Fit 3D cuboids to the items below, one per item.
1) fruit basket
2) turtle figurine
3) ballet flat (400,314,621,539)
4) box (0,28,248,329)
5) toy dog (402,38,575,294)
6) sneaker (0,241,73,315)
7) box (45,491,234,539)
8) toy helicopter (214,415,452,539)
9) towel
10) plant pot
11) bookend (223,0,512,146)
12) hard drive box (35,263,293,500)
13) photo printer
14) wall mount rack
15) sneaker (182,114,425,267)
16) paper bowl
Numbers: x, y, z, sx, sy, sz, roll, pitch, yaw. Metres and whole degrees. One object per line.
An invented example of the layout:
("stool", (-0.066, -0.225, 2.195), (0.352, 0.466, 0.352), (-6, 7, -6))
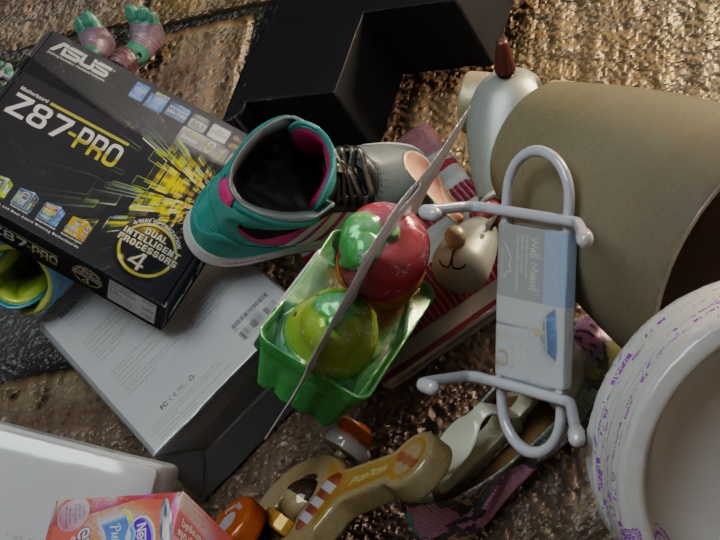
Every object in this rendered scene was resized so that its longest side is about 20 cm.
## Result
("fruit basket", (0.000, 0.000, 1.258), (0.094, 0.200, 0.185), (27, 44, 8))
("turtle figurine", (-0.258, -0.154, 1.648), (0.149, 0.101, 0.200), (11, 48, 21))
("ballet flat", (0.101, 0.100, 1.251), (0.200, 0.071, 0.069), (-47, 53, -7))
("box", (-0.193, -0.070, 1.403), (0.200, 0.049, 0.161), (29, 61, 5))
("toy dog", (0.098, -0.089, 1.360), (0.131, 0.096, 0.200), (-12, 48, 12))
("sneaker", (-0.262, -0.014, 1.498), (0.131, 0.080, 0.200), (-46, 6, -25))
("box", (-0.115, 0.232, 1.198), (0.102, 0.200, 0.095), (-7, 52, 26))
("toy helicopter", (-0.006, 0.145, 1.251), (0.200, 0.079, 0.132), (-27, 26, 45))
("towel", (0.037, -0.013, 1.412), (0.144, 0.023, 0.200), (-35, 48, 2))
("plant pot", (0.185, -0.045, 1.215), (0.187, 0.187, 0.200), (-48, 50, -8))
("bookend", (0.022, -0.175, 1.473), (0.199, 0.092, 0.199), (-4, 52, 30))
("hard drive box", (-0.134, 0.053, 1.430), (0.156, 0.077, 0.200), (-45, 46, -5))
("photo printer", (-0.230, 0.216, 1.312), (0.166, 0.069, 0.201), (14, 86, 8))
("wall mount rack", (0.103, 0.027, 1.139), (0.174, 0.074, 0.201), (12, 104, 53))
("sneaker", (-0.025, -0.069, 1.347), (0.199, 0.121, 0.084), (-18, 76, -22))
("paper bowl", (0.230, 0.103, 1.088), (0.201, 0.201, 0.104), (-41, 17, -2))
